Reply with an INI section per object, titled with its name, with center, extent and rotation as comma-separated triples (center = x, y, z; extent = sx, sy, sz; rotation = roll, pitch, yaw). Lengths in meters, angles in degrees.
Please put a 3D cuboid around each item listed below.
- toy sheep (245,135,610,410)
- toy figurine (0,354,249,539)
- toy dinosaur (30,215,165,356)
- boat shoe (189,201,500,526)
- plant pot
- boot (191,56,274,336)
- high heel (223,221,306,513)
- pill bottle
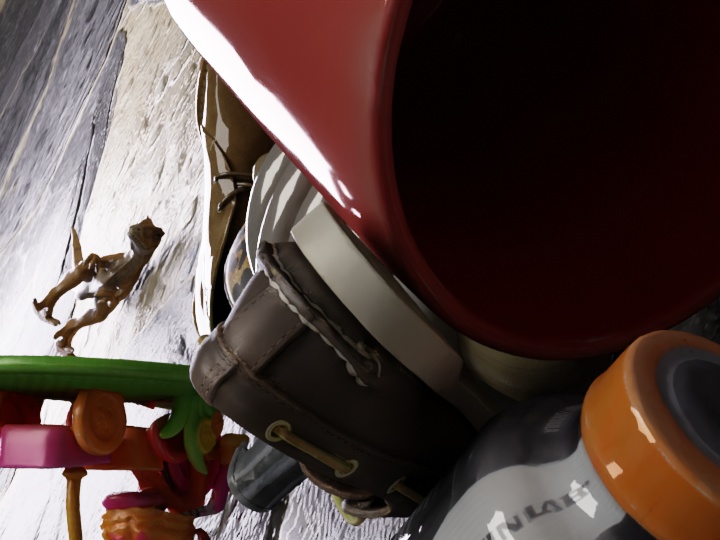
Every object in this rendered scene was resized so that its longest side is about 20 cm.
[toy sheep]
center = 0.018, -0.003, 0.781
extent = 0.200, 0.138, 0.139
rotation = 27, 94, 42
[toy figurine]
center = -0.118, 0.142, 0.996
extent = 0.149, 0.200, 0.185
rotation = -3, 81, 32
[toy dinosaur]
center = -0.188, 0.010, 1.476
extent = 0.106, 0.060, 0.200
rotation = -48, 16, -25
[boat shoe]
center = 0.005, 0.042, 0.627
extent = 0.059, 0.072, 0.200
rotation = -41, -23, 0
[plant pot]
center = 0.035, -0.095, 0.655
extent = 0.177, 0.200, 0.201
rotation = 35, 101, 46
[boot]
center = -0.051, -0.045, 1.053
extent = 0.075, 0.073, 0.201
rotation = -103, 18, -77
[high heel]
center = 0.000, 0.000, 0.941
extent = 0.142, 0.071, 0.201
rotation = -41, 32, 38
[pill bottle]
center = 0.050, 0.108, 0.595
extent = 0.200, 0.106, 0.107
rotation = -55, 22, 32
